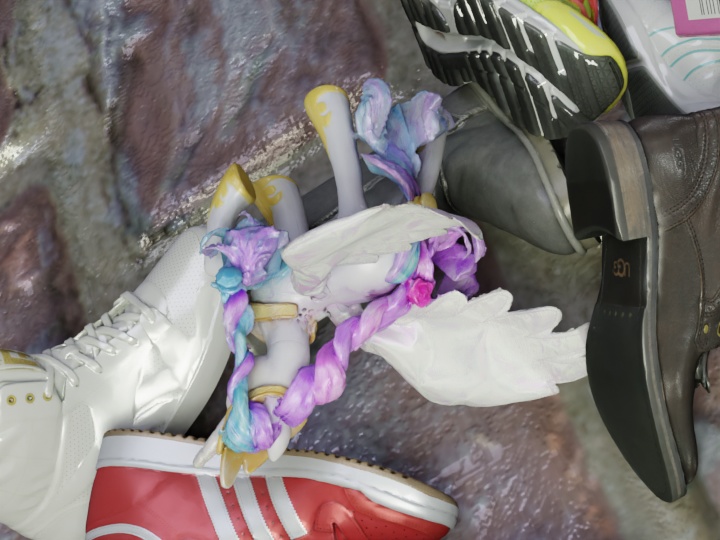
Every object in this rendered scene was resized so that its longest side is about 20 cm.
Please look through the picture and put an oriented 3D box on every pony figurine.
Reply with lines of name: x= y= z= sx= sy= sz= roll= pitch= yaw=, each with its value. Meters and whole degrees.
pony figurine: x=0.000 y=0.000 z=0.969 sx=0.192 sy=0.167 sz=0.201 roll=-21 pitch=45 yaw=26

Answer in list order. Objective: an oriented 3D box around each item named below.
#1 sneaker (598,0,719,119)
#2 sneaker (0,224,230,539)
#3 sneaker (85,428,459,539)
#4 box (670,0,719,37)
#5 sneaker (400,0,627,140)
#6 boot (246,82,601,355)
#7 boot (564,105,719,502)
sneaker: x=0.190 y=-0.096 z=1.038 sx=0.080 sy=0.071 sz=0.201 roll=-25 pitch=44 yaw=-8
sneaker: x=-0.146 y=0.052 z=1.060 sx=0.074 sy=0.115 sz=0.201 roll=26 pitch=89 yaw=55
sneaker: x=-0.052 y=0.147 z=0.989 sx=0.198 sy=0.071 sz=0.113 roll=4 pitch=69 yaw=24
box: x=0.265 y=-0.193 z=0.971 sx=0.175 sy=0.097 sz=0.200 roll=0 pitch=24 yaw=35
sneaker: x=0.095 y=-0.134 z=1.042 sx=0.090 sy=0.079 sz=0.200 roll=-27 pitch=28 yaw=-12
boot: x=0.018 y=-0.015 z=1.076 sx=0.199 sy=0.073 sz=0.182 roll=-30 pitch=29 yaw=0
boot: x=0.191 y=-0.003 z=0.923 sx=0.173 sy=0.202 sz=0.069 roll=-13 pitch=14 yaw=-17
